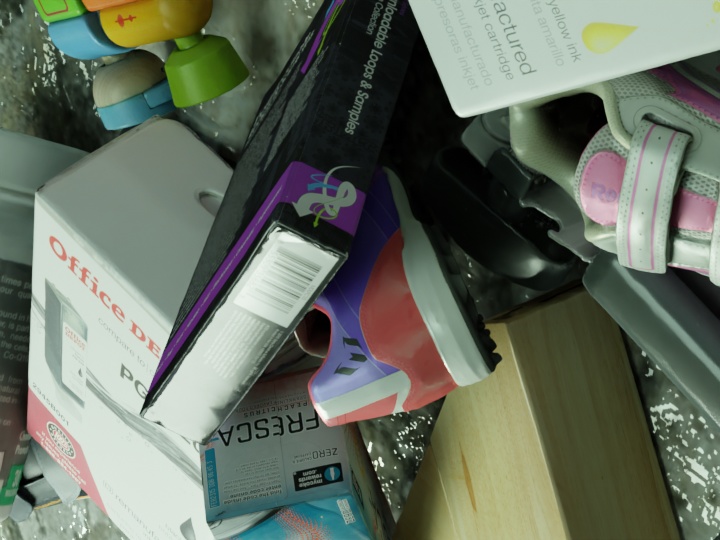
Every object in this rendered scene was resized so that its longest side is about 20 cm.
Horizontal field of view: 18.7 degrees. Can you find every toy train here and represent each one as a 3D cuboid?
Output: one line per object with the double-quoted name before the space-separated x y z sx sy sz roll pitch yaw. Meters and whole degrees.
"toy train" -0.085 -0.127 0.996 0.200 0.085 0.116 -1 117 56

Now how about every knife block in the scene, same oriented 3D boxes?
"knife block" 0.101 0.129 0.921 0.176 0.064 0.200 43 134 27

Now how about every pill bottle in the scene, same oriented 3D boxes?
"pill bottle" -0.212 0.023 1.141 0.113 0.113 0.200 17 92 44

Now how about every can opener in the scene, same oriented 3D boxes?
"can opener" 0.110 0.008 0.863 0.200 0.053 0.067 45 135 22

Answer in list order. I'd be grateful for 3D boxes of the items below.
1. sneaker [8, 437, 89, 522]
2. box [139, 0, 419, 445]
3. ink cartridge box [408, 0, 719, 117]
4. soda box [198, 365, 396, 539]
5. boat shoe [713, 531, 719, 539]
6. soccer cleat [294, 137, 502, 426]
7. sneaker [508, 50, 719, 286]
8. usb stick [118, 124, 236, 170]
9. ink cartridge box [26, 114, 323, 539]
"sneaker" -0.179 0.099 1.219 0.200 0.079 0.079 -17 93 50
"box" -0.024 -0.043 0.897 0.036 0.200 0.143 25 138 -11
"ink cartridge box" 0.103 -0.149 0.719 0.200 0.083 0.145 -13 108 34
"soda box" -0.017 0.125 0.971 0.200 0.063 0.068 70 -171 -53
"boat shoe" 0.120 0.158 0.858 0.200 0.074 0.060 -48 68 18
"soccer cleat" 0.000 0.000 0.905 0.068 0.073 0.200 63 -178 -25
"sneaker" 0.125 -0.028 0.783 0.200 0.088 0.081 33 130 46
"usb stick" -0.049 -0.018 1.048 0.200 0.033 0.056 30 128 38
"ink cartridge box" -0.084 0.048 1.043 0.146 0.085 0.200 43 146 22
